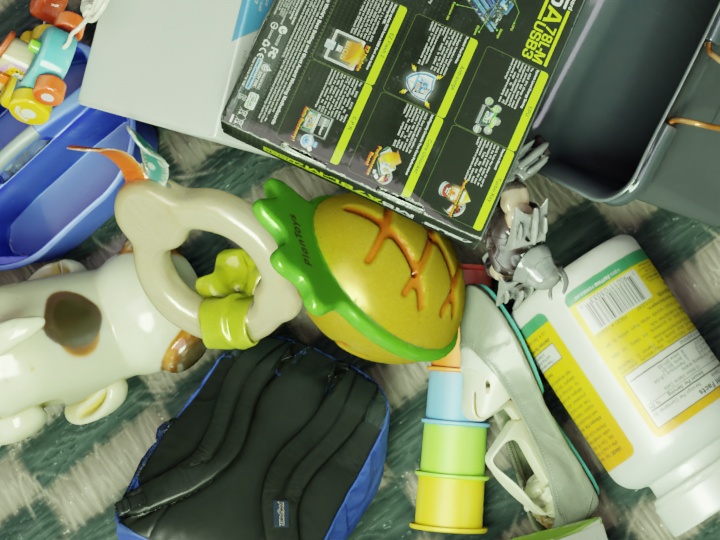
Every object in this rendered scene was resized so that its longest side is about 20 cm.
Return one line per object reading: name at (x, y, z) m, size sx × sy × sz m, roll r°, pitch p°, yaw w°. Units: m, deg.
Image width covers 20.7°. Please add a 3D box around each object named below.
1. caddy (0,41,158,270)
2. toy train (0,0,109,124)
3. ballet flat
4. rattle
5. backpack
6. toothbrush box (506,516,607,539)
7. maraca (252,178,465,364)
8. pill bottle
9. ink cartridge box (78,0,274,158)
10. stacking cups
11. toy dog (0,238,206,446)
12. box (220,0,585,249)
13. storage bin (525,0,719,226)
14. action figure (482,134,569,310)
caddy at (-0.255, -0.089, 1.545) m, size 0.200 × 0.105 × 0.142 m, roll -41°, pitch 79°, yaw 10°
toy train at (-0.234, -0.186, 1.436) m, size 0.055 × 0.200 × 0.151 m, roll 23°, pitch 98°, yaw -19°
ballet flat at (0.110, 0.107, 1.442) m, size 0.063 × 0.067 × 0.201 m, roll -33°, pitch 104°, yaw -18°
rattle at (-0.112, -0.053, 1.445) m, size 0.200 × 0.143 × 0.130 m, roll 48°, pitch 144°, yaw -12°
backpack at (-0.075, 0.160, 1.471) m, size 0.161 × 0.168 × 0.201 m, roll 25°, pitch 63°, yaw 9°
toothbrush box at (0.095, 0.278, 1.436) m, size 0.199 × 0.086 × 0.147 m, roll -19°, pitch 85°, yaw 33°
maraca at (0.000, 0.000, 1.386) m, size 0.107 × 0.199 × 0.138 m, roll -42°, pitch 52°, yaw 24°
pill bottle at (0.205, 0.085, 1.425) m, size 0.112 × 0.113 × 0.201 m, roll -36°, pitch 81°, yaw 11°
ink cartridge box at (-0.072, -0.160, 1.435) m, size 0.145 × 0.199 × 0.148 m, roll 17°, pitch 93°, yaw 38°
stacking cups at (0.070, 0.096, 1.491) m, size 0.060 × 0.060 × 0.202 m, roll 1°, pitch 85°, yaw 14°
toy dog at (-0.216, 0.040, 1.503) m, size 0.198 × 0.194 × 0.140 m, roll -18°, pitch 68°, yaw -20°
box at (0.032, -0.145, 1.310) m, size 0.192 × 0.048 × 0.201 m, roll 24°, pitch 82°, yaw -2°
storage bin at (0.234, -0.129, 1.396) m, size 0.145 × 0.134 × 0.201 m, roll 32°, pitch 99°, yaw 50°
action figure at (0.093, -0.059, 1.388) m, size 0.069 × 0.131 × 0.201 m, roll -14°, pitch 55°, yaw -28°
